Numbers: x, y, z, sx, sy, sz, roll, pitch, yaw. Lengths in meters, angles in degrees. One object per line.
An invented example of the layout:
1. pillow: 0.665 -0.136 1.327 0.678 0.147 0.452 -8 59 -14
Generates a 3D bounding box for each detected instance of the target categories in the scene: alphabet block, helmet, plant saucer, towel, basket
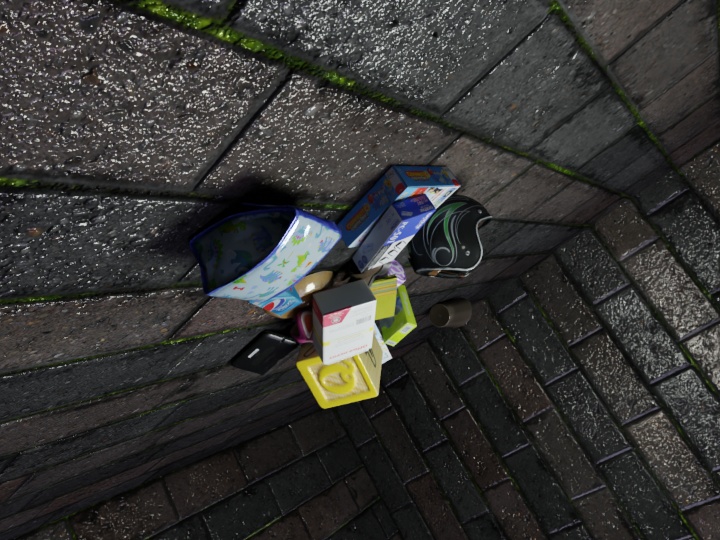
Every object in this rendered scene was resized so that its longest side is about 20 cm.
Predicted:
1. alphabet block: -0.056 0.262 1.645 0.195 0.197 0.200 -18 -154 18
2. helmet: 0.209 -0.084 1.293 0.200 0.191 0.200 2 172 0
3. plant saucer: -0.148 0.071 1.396 0.200 0.035 0.200 -28 164 -9
4. towel: 0.058 0.081 1.555 0.086 0.018 0.200 -10 145 -7
5. basket: 0.437 0.217 2.706 0.180 0.136 0.200 -44 156 29

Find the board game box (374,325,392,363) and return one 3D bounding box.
1. board game box: 0.011 0.222 1.822 0.105 0.103 0.200 -29 124 -5

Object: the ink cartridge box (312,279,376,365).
1. ink cartridge box: -0.045 0.135 1.408 0.145 0.083 0.200 -16 138 -20

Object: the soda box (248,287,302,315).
1. soda box: -0.192 0.040 1.168 0.064 0.068 0.200 -32 164 3

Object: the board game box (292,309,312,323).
1. board game box: -0.079 0.132 1.550 0.200 0.032 0.120 -12 157 13

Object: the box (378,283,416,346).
1. box: 0.113 0.135 1.819 0.048 0.200 0.122 22 127 -32

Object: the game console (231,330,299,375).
1. game console: -0.269 0.218 1.653 0.176 0.116 0.200 24 129 -34

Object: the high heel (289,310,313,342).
1. high heel: -0.170 0.152 1.473 0.096 0.067 0.200 11 152 13

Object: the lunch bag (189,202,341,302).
1. lunch bag: -0.148 -0.039 0.906 0.200 0.128 0.170 -25 166 18

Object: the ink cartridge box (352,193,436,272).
1. ink cartridge box: 0.065 -0.073 1.121 0.094 0.044 0.200 -22 161 -34

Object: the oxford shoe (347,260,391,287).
1. oxford shoe: 0.000 0.000 1.419 0.084 0.073 0.200 4 152 -23

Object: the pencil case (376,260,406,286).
1. pencil case: 0.038 0.047 1.587 0.200 0.084 0.085 -39 129 24

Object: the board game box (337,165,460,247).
1. board game box: 0.080 -0.135 1.148 0.196 0.056 0.200 -11 155 -49
